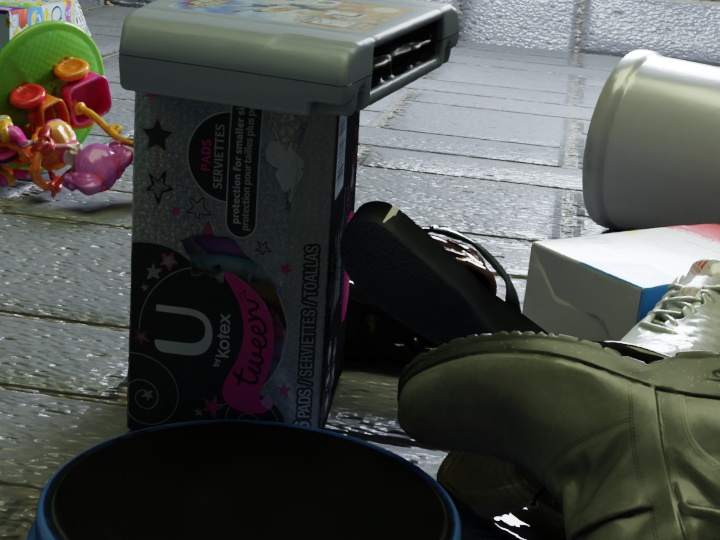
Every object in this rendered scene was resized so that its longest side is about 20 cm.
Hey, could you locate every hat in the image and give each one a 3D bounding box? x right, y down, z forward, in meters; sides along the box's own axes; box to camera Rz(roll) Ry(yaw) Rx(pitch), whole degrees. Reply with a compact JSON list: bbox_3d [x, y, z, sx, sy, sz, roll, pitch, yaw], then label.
[{"bbox_3d":[0.134,0.084,0.694,0.197,0.082,0.201,3,16,-1],"label":"hat"}]

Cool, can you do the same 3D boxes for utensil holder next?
[{"bbox_3d":[0.327,-0.098,1.237,0.198,0.173,0.169,18,21,32],"label":"utensil holder"}]

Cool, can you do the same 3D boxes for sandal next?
[{"bbox_3d":[0.062,0.019,0.776,0.075,0.043,0.200,-5,-36,48],"label":"sandal"}]

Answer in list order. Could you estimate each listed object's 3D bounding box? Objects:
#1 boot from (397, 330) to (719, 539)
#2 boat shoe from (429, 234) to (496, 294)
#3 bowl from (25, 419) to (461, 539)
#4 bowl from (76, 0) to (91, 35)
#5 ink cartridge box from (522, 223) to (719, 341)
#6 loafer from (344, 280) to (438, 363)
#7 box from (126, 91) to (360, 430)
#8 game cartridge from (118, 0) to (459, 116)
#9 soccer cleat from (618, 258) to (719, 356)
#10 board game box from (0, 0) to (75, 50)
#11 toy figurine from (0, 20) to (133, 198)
[{"bbox_3d":[0.097,0.100,0.585,0.197,0.068,0.132,1,55,22],"label":"boot"},{"bbox_3d":[0.000,0.000,0.962,0.197,0.072,0.070,1,12,-15],"label":"boat shoe"},{"bbox_3d":[-0.048,0.118,0.598,0.197,0.040,0.201,4,16,-1],"label":"bowl"},{"bbox_3d":[-0.562,-0.457,2.343,0.197,0.096,0.201,5,15,-1],"label":"bowl"},{"bbox_3d":[0.228,0.017,0.980,0.198,0.068,0.116,-6,20,-34],"label":"ink cartridge box"},{"bbox_3d":[-0.010,0.024,0.894,0.197,0.069,0.070,10,8,0],"label":"loafer"},{"bbox_3d":[-0.065,-0.020,0.774,0.113,0.203,0.132,5,17,5],"label":"box"},{"bbox_3d":[-0.036,-0.118,0.697,0.131,0.042,0.200,14,20,14],"label":"game cartridge"},{"bbox_3d":[0.201,0.035,0.825,0.068,0.087,0.199,13,6,30],"label":"soccer cleat"},{"bbox_3d":[-0.479,-0.318,1.865,0.101,0.107,0.200,9,17,11],"label":"board game box"},{"bbox_3d":[-0.254,-0.119,1.245,0.183,0.152,0.199,26,47,32],"label":"toy figurine"}]
